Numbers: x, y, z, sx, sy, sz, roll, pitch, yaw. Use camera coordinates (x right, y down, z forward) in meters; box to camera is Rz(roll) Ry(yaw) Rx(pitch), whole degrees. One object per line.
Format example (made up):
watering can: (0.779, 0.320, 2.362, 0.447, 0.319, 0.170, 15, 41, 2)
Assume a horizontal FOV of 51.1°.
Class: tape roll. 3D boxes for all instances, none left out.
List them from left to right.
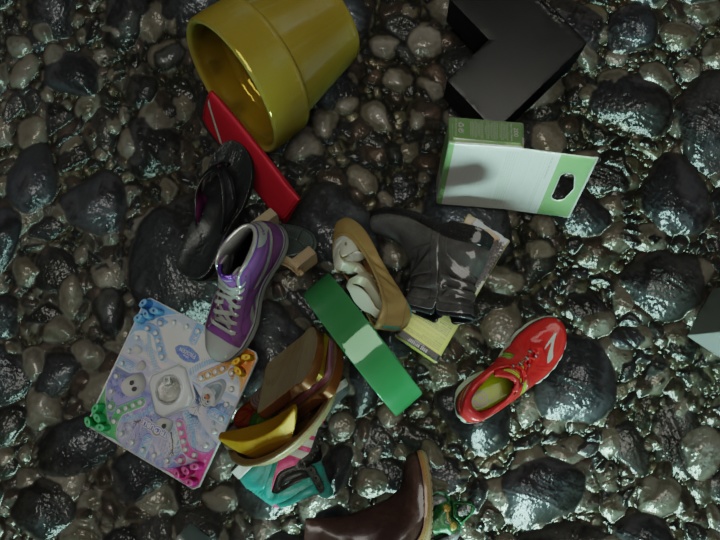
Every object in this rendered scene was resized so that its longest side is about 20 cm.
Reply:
tape roll: (0.003, 0.096, 0.989, 0.048, 0.200, 0.201, -39, 85, -3)

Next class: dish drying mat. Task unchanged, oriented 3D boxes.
dish drying mat: (-0.160, -0.161, 1.080, 0.018, 0.077, 0.201, -34, 84, -32)

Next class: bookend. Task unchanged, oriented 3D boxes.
bookend: (0.179, -0.313, 1.083, 0.200, 0.092, 0.199, -43, 84, -2)

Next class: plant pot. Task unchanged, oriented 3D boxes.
plant pot: (-0.109, -0.301, 1.043, 0.188, 0.201, 0.202, -38, 85, -18)

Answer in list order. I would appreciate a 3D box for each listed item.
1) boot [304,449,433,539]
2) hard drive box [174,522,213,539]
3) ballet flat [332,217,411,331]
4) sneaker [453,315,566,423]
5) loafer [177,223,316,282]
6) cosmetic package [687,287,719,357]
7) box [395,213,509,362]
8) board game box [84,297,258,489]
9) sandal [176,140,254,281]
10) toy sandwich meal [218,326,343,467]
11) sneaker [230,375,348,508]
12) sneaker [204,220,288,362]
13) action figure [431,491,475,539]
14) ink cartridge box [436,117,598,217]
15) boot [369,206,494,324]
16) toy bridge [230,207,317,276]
boot: (0.009, 0.331, 0.977, 0.162, 0.072, 0.205, 6, 87, -1)
hard drive box: (-0.236, 0.479, 1.014, 0.155, 0.077, 0.202, 36, 86, 4)
ballet flat: (0.000, 0.000, 1.028, 0.062, 0.069, 0.201, -5, 46, -38)
sneaker: (0.215, 0.143, 1.039, 0.200, 0.085, 0.077, -43, 86, -3)
loafer: (-0.159, -0.020, 1.082, 0.195, 0.064, 0.073, -5, 53, -4)
cosmetic package: (0.529, 0.075, 0.985, 0.106, 0.200, 0.086, 33, 84, 6)
box: (0.129, 0.026, 1.070, 0.074, 0.050, 0.202, 30, 86, 4)
board game box: (-0.267, 0.167, 1.049, 0.197, 0.026, 0.203, 24, 85, 16)
sandal: (-0.198, -0.086, 1.025, 0.074, 0.048, 0.205, 12, 77, 17)
toy sandwich meal: (-0.108, 0.165, 0.988, 0.204, 0.205, 0.071, -40, 113, -3)
sneaker: (-0.067, 0.249, 1.033, 0.199, 0.084, 0.121, -41, 89, -7)
sneaker: (-0.170, 0.028, 0.971, 0.071, 0.114, 0.204, 24, 98, 14)
action figure: (0.068, 0.364, 1.037, 0.197, 0.055, 0.120, -24, 82, -6)
ink cartridge box: (0.208, -0.139, 1.037, 0.195, 0.146, 0.049, 4, 61, 1)
boot: (0.077, -0.007, 1.029, 0.197, 0.069, 0.134, 15, 83, 36)
toy bridge: (-0.143, -0.057, 1.050, 0.067, 0.027, 0.200, -37, 64, -20)
